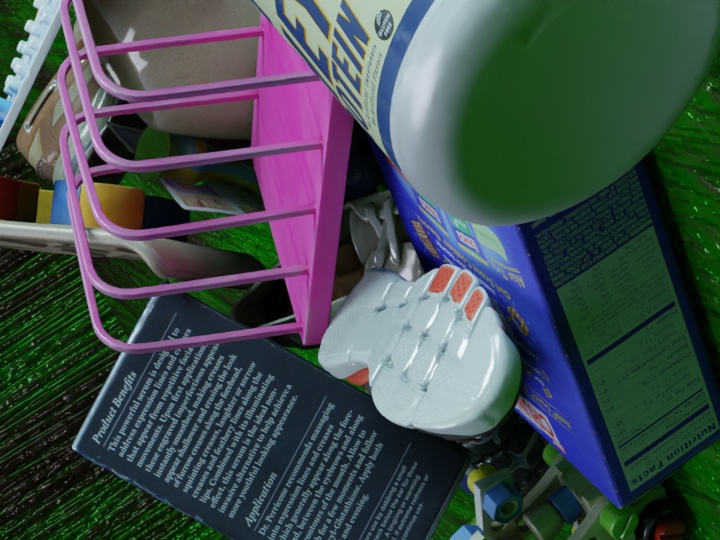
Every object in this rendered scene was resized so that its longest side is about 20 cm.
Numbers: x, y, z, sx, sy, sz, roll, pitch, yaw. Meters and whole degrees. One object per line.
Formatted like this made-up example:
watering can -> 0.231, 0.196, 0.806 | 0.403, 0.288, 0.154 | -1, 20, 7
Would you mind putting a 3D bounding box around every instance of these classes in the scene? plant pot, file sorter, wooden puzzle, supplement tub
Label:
plant pot -> -0.082, -0.153, 1.295 | 0.201, 0.134, 0.201 | 54, 167, 19
file sorter -> -0.083, -0.071, 1.146 | 0.201, 0.124, 0.140 | 98, 160, -49
wooden puzzle -> -0.169, -0.029, 1.338 | 0.198, 0.047, 0.185 | 10, 179, 18
supplement tub -> 0.029, -0.130, 0.865 | 0.200, 0.144, 0.145 | 50, 166, 35

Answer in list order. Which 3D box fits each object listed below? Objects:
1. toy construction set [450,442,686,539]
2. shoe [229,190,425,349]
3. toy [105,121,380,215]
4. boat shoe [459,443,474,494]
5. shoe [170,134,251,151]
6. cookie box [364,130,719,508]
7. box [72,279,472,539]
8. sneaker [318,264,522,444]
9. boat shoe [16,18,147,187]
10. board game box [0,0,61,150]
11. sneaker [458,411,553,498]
toy construction set -> 0.118, 0.171, 1.282 | 0.092, 0.131, 0.201 | 51, 166, 32
shoe -> 0.000, 0.000, 1.304 | 0.200, 0.053, 0.070 | -30, 62, 44
toy -> -0.042, -0.062, 1.381 | 0.115, 0.199, 0.048 | 44, 119, 48
boat shoe -> 0.041, 0.051, 1.443 | 0.201, 0.072, 0.072 | 53, 167, 1
shoe -> -0.043, -0.077, 1.494 | 0.200, 0.091, 0.071 | 30, 178, -44
cookie box -> 0.083, -0.013, 1.104 | 0.171, 0.075, 0.201 | 43, 160, 54
box -> -0.051, 0.105, 1.316 | 0.199, 0.108, 0.148 | 29, 173, 1
sneaker -> 0.048, 0.047, 1.101 | 0.082, 0.077, 0.200 | 35, 179, -19
boat shoe -> -0.148, -0.141, 1.437 | 0.072, 0.201, 0.076 | 32, 174, 22
board game box -> -0.161, -0.191, 1.277 | 0.201, 0.026, 0.201 | -82, 19, -51
sneaker -> 0.079, 0.060, 1.361 | 0.200, 0.078, 0.090 | 46, -166, 20
